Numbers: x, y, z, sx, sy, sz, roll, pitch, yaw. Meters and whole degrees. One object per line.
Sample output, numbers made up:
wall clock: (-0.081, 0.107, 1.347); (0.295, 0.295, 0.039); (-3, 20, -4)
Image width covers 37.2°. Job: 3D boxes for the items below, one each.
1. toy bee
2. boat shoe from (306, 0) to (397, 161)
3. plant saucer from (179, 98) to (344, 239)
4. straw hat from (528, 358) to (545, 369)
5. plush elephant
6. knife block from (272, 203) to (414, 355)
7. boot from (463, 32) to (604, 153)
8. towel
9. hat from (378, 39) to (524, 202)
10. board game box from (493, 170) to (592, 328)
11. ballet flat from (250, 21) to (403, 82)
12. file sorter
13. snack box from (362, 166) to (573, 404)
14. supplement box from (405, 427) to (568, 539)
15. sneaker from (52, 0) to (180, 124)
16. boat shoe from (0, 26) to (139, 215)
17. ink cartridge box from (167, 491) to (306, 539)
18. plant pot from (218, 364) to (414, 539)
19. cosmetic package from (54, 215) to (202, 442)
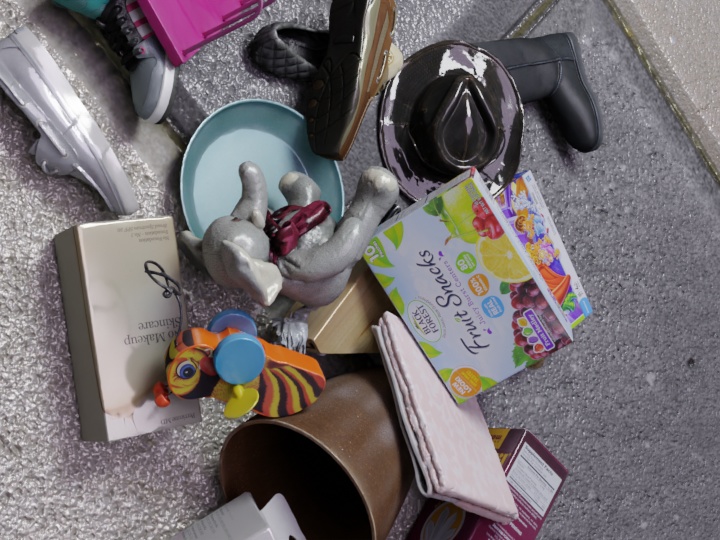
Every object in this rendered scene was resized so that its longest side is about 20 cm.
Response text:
toy bee: (-0.137, 0.086, 0.987); (0.199, 0.131, 0.109); (38, 102, -5)
boat shoe: (0.000, -0.217, 1.166); (0.073, 0.075, 0.203); (16, 88, -46)
plant saucer: (-0.108, -0.080, 1.146); (0.197, 0.036, 0.204); (4, 82, -33)
straw hat: (0.119, 0.042, 1.212); (0.084, 0.201, 0.204); (-26, 99, -12)
plush elephant: (-0.088, -0.031, 1.032); (0.154, 0.163, 0.203); (25, 82, -41)
knife block: (0.000, 0.000, 1.161); (0.198, 0.063, 0.179); (4, 90, -50)
boot: (0.208, -0.216, 1.355); (0.198, 0.065, 0.167); (-14, 84, -37)
towel: (0.088, 0.157, 1.117); (0.190, 0.032, 0.202); (32, 35, -54)
hat: (0.113, -0.172, 1.243); (0.197, 0.081, 0.204); (0, 89, -7)
board game box: (0.197, -0.003, 1.333); (0.134, 0.045, 0.202); (-33, 102, -32)
ballet flat: (-0.030, -0.241, 1.205); (0.197, 0.056, 0.068); (-3, 86, -34)
file sorter: (-0.130, -0.322, 1.056); (0.140, 0.124, 0.201); (60, 33, -22)
snack box: (0.109, 0.018, 1.103); (0.201, 0.141, 0.053); (56, 19, -11)
supplement box: (0.136, 0.284, 1.216); (0.086, 0.110, 0.201); (44, 62, -21)
sneaker: (-0.244, -0.247, 1.046); (0.119, 0.083, 0.204); (2, 75, -38)
boat shoe: (-0.286, -0.130, 1.019); (0.068, 0.072, 0.202); (-35, 111, -10)
ink cartridge box: (-0.129, 0.310, 0.993); (0.198, 0.125, 0.130); (-30, 100, -11)
plant pot: (-0.013, 0.186, 1.104); (0.200, 0.185, 0.189); (-37, 105, -48)
cosmetic package: (-0.224, 0.055, 1.030); (0.102, 0.073, 0.204); (-9, 88, -35)
